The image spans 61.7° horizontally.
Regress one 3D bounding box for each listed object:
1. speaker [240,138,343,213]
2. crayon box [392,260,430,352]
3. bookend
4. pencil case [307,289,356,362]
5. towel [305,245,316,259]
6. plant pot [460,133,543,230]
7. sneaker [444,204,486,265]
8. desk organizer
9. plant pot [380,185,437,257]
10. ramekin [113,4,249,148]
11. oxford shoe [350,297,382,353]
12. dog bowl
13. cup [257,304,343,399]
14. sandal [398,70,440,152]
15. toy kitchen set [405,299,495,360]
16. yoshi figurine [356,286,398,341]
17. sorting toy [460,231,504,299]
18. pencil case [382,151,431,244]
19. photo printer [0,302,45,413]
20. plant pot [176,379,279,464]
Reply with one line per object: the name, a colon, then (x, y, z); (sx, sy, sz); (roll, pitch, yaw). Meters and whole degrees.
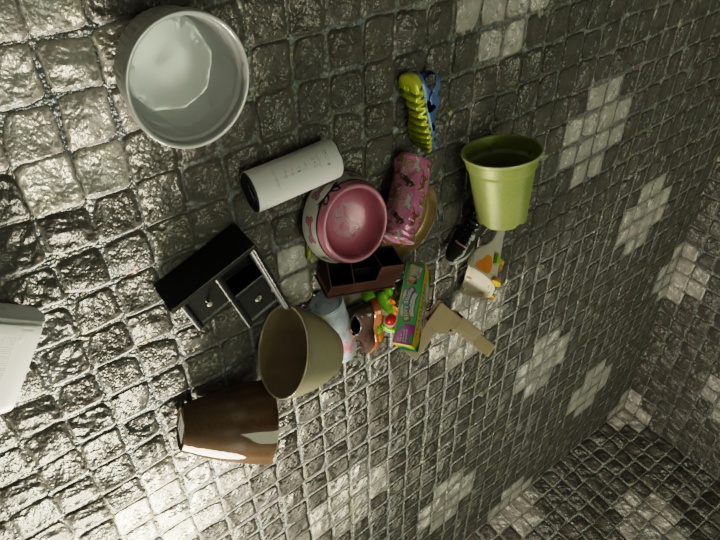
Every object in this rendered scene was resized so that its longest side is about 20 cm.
speaker: (-0.132, -0.185, 1.169); (0.197, 0.081, 0.083); (-28, 135, -26)
crayon box: (0.133, 0.096, 1.533); (0.173, 0.057, 0.206); (51, 49, -75)
bookend: (-0.269, 0.052, 1.205); (0.199, 0.092, 0.201); (-38, 139, -14)
pencil case: (-0.066, 0.140, 1.470); (0.090, 0.083, 0.203); (-33, 137, -16)
towel: (-0.034, -0.077, 1.373); (0.195, 0.018, 0.088); (-10, 132, -30)
plant pot: (0.350, -0.212, 1.496); (0.197, 0.199, 0.188); (-27, 127, -25)
sneaker: (0.291, -0.110, 1.619); (0.201, 0.070, 0.100); (-48, 157, -15)
desk organizer: (0.000, 0.000, 1.410); (0.196, 0.072, 0.078); (-8, 140, -33)
plant pot: (0.108, -0.126, 1.482); (0.197, 0.027, 0.204); (-26, 134, -29)
ramekin: (-0.280, -0.302, 0.924); (0.197, 0.105, 0.204); (-24, 132, -29)
oxford shoe: (0.005, 0.142, 1.479); (0.071, 0.072, 0.203); (-16, 142, -17)
dog bowl: (-0.026, -0.107, 1.294); (0.196, 0.073, 0.206); (-12, 111, -32)
cup: (-0.121, 0.183, 1.352); (0.141, 0.200, 0.204); (8, 114, -42)
sandal: (0.145, -0.350, 1.315); (0.086, 0.079, 0.203); (-37, 140, -21)
toy kitchen set: (0.258, 0.213, 1.783); (0.182, 0.198, 0.163); (-53, -179, 4)
yoshi figurine: (0.045, 0.089, 1.552); (0.108, 0.115, 0.202); (2, 144, 2)
sorting toy: (0.369, -0.032, 1.724); (0.201, 0.104, 0.183); (83, 29, -67)
pencil case: (0.100, -0.159, 1.362); (0.081, 0.086, 0.206); (14, 86, -32)
photo printer: (-0.619, 0.148, 0.963); (0.164, 0.069, 0.204); (11, 111, -47)
plant pot: (-0.304, 0.344, 1.345); (0.195, 0.188, 0.191); (2, 119, -28)
